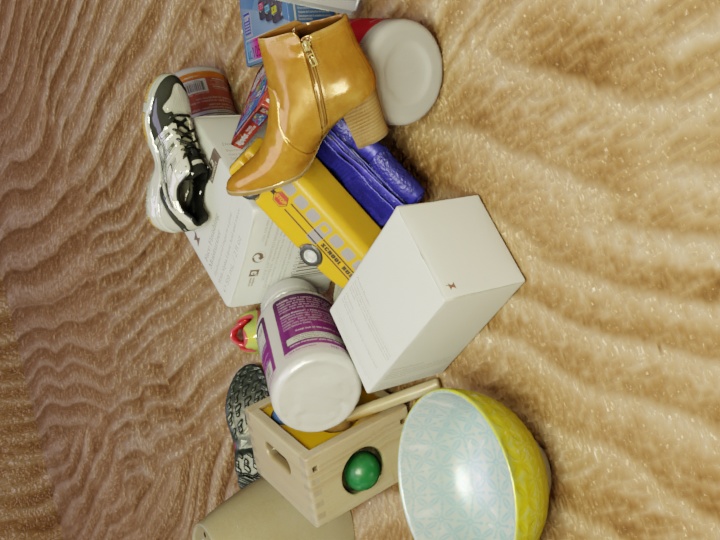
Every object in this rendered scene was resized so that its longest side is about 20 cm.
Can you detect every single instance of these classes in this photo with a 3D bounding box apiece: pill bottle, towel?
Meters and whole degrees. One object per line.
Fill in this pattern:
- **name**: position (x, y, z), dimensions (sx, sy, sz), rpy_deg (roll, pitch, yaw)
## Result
- **pill bottle**: position (-0.234, -0.200, 1.448), dimensions (0.112, 0.110, 0.204), rpy_deg (-36, 68, 54)
- **pill bottle**: position (-0.070, 0.095, 1.161), dimensions (0.201, 0.110, 0.114), rpy_deg (-114, 30, -57)
- **pill bottle**: position (-0.005, -0.233, 1.087), dimensions (0.199, 0.111, 0.115), rpy_deg (20, 115, 53)
- **towel**: position (-0.024, -0.134, 1.089), dimensions (0.200, 0.050, 0.147), rpy_deg (46, 163, -7)

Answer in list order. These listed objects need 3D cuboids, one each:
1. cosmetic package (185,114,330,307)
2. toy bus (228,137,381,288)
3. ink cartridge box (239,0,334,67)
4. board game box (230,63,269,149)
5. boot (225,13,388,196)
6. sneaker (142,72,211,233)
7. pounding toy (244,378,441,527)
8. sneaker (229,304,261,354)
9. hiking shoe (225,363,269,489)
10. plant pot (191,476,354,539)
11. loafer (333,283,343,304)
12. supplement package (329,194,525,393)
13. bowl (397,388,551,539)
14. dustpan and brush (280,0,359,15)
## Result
- **cosmetic package**: position (-0.132, -0.087, 1.272), dimensions (0.201, 0.163, 0.167), rpy_deg (52, 136, 35)
- **toy bus**: position (-0.058, -0.073, 1.096), dimensions (0.078, 0.065, 0.200), rpy_deg (-33, 105, 37)
- **ink cartridge box**: position (-0.103, -0.380, 1.234), dimensions (0.135, 0.075, 0.205), rpy_deg (1, 98, 56)
- **board game box**: position (-0.114, -0.216, 1.123), dimensions (0.105, 0.019, 0.200), rpy_deg (-70, 15, -11)
- **boot**: position (-0.079, -0.173, 0.976), dimensions (0.071, 0.198, 0.146), rpy_deg (-91, -24, -61)
- **sneaker**: position (-0.225, -0.149, 1.205), dimensions (0.086, 0.075, 0.205), rpy_deg (8, 104, 37)
- **pounding toy**: position (-0.019, 0.199, 1.185), dimensions (0.199, 0.182, 0.145), rpy_deg (26, 132, 51)
- **sneaker**: position (-0.152, 0.085, 1.393), dimensions (0.200, 0.088, 0.080), rpy_deg (167, 93, -76)
- **hiking shoe**: position (-0.179, 0.255, 1.519), dimensions (0.087, 0.073, 0.205), rpy_deg (105, 164, -78)
- **plant pot**: position (-0.139, 0.389, 1.379), dimensions (0.186, 0.197, 0.191), rpy_deg (22, 117, 52)
- **loafer**: position (0.000, 0.000, 1.198), dimensions (0.071, 0.063, 0.204), rpy_deg (0, 114, 29)
- **supplement package**: position (0.068, 0.028, 1.040), dimensions (0.118, 0.115, 0.201), rpy_deg (64, 144, 24)
- **bowl**: position (0.136, 0.220, 0.989), dimensions (0.199, 0.106, 0.205), rpy_deg (10, 102, 57)
- **dustpan and brush**: position (-0.055, -0.420, 1.138), dimensions (0.057, 0.137, 0.204), rpy_deg (112, 167, -65)
